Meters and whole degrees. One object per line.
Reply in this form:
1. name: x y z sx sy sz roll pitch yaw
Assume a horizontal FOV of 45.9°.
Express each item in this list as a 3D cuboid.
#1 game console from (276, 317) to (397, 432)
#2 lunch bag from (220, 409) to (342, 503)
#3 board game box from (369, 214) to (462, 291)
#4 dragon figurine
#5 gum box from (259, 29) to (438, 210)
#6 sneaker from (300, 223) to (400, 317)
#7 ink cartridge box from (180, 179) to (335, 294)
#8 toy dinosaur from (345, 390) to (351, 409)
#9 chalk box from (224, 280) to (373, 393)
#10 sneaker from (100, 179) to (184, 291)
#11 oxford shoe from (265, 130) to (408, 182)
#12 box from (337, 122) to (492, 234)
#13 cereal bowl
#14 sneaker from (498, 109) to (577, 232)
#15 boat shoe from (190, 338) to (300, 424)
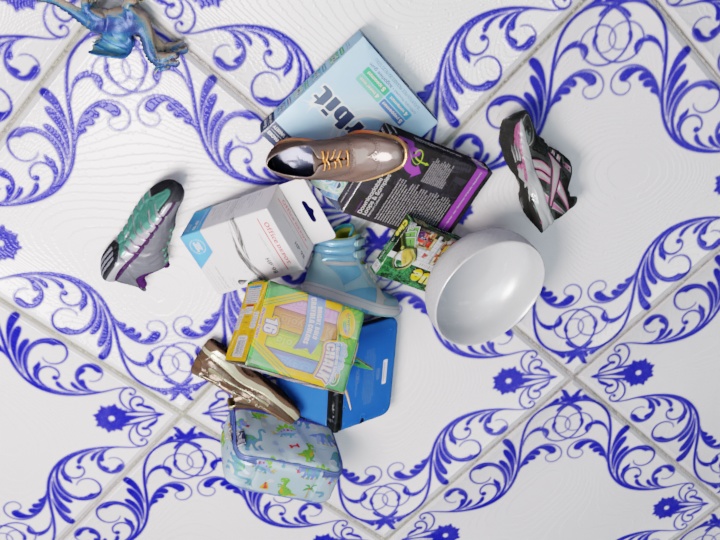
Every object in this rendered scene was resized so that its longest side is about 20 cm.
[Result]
1. game console: -0.042 0.157 1.437 0.169 0.118 0.202 -14 124 -29
2. lunch bag: -0.136 0.301 1.435 0.198 0.161 0.083 16 113 -18
3. board game box: 0.118 -0.014 1.336 0.199 0.024 0.105 18 118 -38
4. dragon figurine: -0.330 -0.314 1.126 0.197 0.059 0.100 0 119 -9
5. gum box: -0.017 -0.213 1.231 0.200 0.045 0.170 -41 117 14
6. sneaker: 0.000 0.000 1.335 0.199 0.079 0.132 16 83 -46
7. ink cartridge box: -0.150 -0.049 1.256 0.198 0.067 0.116 -16 121 25
8. toy dinosaur: -0.077 0.133 1.356 0.058 0.199 0.102 -40 141 -33
9. chalk box: -0.075 0.102 1.236 0.198 0.124 0.125 19 80 -21
10. sneaker: -0.307 -0.052 1.280 0.087 0.075 0.200 25 122 -37
11. oxford shoe: -0.034 -0.149 1.168 0.197 0.073 0.072 -4 106 13
12. box: 0.081 -0.125 1.267 0.198 0.036 0.144 15 121 -34
13. cereal bowl: 0.183 0.014 1.321 0.198 0.084 0.202 -16 133 -17
14. sneaker: 0.274 -0.162 1.292 0.086 0.080 0.201 -29 127 -5
15. boat shoe: -0.194 0.200 1.412 0.202 0.075 0.075 40 88 -10
